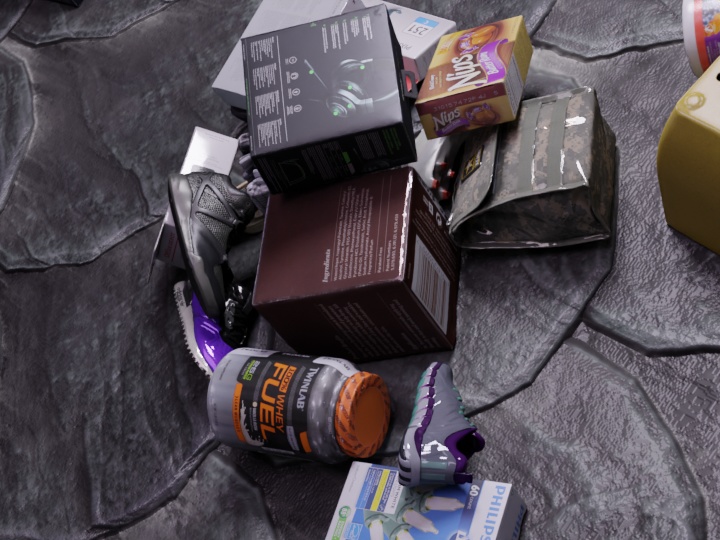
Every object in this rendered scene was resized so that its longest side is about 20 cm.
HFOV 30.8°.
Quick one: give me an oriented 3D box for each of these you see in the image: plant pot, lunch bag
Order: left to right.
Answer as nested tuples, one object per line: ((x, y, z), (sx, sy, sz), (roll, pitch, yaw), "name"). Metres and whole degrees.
((0.200, -0.117, 1.588), (0.198, 0.118, 0.165), (-10, 48, 27), "lunch bag")
((0.435, -0.134, 1.410), (0.196, 0.200, 0.194), (-47, 49, -7), "plant pot")

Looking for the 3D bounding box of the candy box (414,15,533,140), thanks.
((0.144, -0.242, 1.633), (0.115, 0.057, 0.201), (-11, 29, 22), "candy box")

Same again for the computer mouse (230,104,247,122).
((-0.091, -0.220, 1.873), (0.198, 0.046, 0.141), (-10, 46, 12), "computer mouse")

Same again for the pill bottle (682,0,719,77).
((0.491, -0.297, 1.551), (0.198, 0.112, 0.112), (-5, 56, 26), "pill bottle")

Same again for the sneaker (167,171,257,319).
((-0.178, -0.040, 1.689), (0.113, 0.076, 0.201), (-10, 68, -11), "sneaker")

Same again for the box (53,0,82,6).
((-0.554, -0.575, 2.343), (0.199, 0.107, 0.149), (20, 70, 37), "box")

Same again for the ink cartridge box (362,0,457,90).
((0.013, -0.307, 1.850), (0.199, 0.045, 0.176), (25, 58, 39), "ink cartridge box")

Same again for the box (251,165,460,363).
((0.000, 0.000, 1.587), (0.198, 0.166, 0.166), (-9, 55, 23), "box")

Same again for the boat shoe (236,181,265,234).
((-0.097, -0.126, 1.797), (0.199, 0.065, 0.073), (-31, 48, 8), "boat shoe")

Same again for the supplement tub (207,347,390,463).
((-0.072, 0.160, 1.546), (0.198, 0.123, 0.124), (3, 60, 31), "supplement tub")

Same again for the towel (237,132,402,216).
((-0.053, -0.143, 1.681), (0.198, 0.166, 0.086), (-19, 78, 4), "towel")

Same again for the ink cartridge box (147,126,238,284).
((-0.230, -0.079, 1.800), (0.067, 0.116, 0.202), (18, 62, -5), "ink cartridge box")

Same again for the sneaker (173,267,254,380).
((-0.177, 0.066, 1.707), (0.099, 0.070, 0.201), (-29, 49, 5), "sneaker")

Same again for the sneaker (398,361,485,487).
((0.100, 0.176, 1.456), (0.086, 0.075, 0.201), (6, 33, 11), "sneaker")

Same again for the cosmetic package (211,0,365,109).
((-0.101, -0.316, 1.862), (0.150, 0.052, 0.201), (18, 73, 38), "cosmetic package")

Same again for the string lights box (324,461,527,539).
((0.071, 0.277, 1.425), (0.198, 0.059, 0.104), (3, 58, 31), "string lights box")

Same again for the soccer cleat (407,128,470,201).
((0.107, -0.177, 1.718), (0.077, 0.069, 0.202), (10, 66, 40), "soccer cleat")

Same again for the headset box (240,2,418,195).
((-0.032, -0.205, 1.558), (0.198, 0.093, 0.176), (-13, 62, 9), "headset box")
